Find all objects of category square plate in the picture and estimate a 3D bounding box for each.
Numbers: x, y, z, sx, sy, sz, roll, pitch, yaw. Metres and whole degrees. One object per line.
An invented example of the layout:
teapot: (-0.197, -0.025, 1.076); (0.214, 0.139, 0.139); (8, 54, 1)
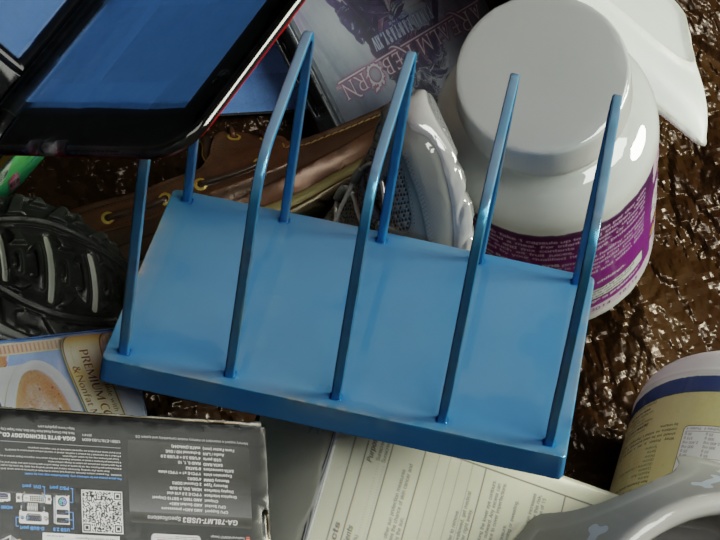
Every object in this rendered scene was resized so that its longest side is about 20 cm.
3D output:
square plate: (0.111, -0.163, 1.402); (0.200, 0.028, 0.198); (39, 18, -10)

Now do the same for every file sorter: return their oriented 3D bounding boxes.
file sorter: (0.006, -0.018, 1.119); (0.199, 0.123, 0.139); (12, 34, 3)

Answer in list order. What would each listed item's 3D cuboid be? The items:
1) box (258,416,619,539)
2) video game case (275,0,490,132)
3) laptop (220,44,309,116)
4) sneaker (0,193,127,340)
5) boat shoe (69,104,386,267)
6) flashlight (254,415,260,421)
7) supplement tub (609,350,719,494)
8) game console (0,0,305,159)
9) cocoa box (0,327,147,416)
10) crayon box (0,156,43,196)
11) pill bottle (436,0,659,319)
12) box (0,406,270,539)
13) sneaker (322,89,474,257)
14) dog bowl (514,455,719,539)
box: (0.044, 0.127, 1.188); (0.199, 0.078, 0.096); (22, 80, -27)
video game case: (0.003, -0.149, 1.380); (0.143, 0.019, 0.201); (-34, 99, -42)
laptop: (-0.087, -0.183, 1.325); (0.115, 0.200, 0.188); (-15, 75, 3)
sneaker: (-0.195, 0.013, 1.200); (0.199, 0.079, 0.074); (4, 58, -19)
boat shoe: (-0.057, -0.040, 1.289); (0.199, 0.072, 0.068); (-27, 79, -18)
flashlight: (0.022, 0.142, 1.255); (0.201, 0.067, 0.068); (62, 23, -11)
supplement tub: (0.183, 0.158, 1.309); (0.144, 0.144, 0.201); (29, 59, -15)
game console: (-0.105, -0.147, 1.053); (0.172, 0.119, 0.200); (40, 58, -8)
cocoa box: (-0.158, 0.142, 1.137); (0.130, 0.133, 0.201); (-6, 73, -27)
crayon box: (-0.179, -0.104, 1.187); (0.058, 0.200, 0.119); (-40, 91, -33)
pill bottle: (0.093, -0.055, 1.302); (0.111, 0.200, 0.113); (-2, 69, 5)
box: (-0.130, 0.155, 1.038); (0.199, 0.050, 0.200); (5, 70, -24)
sneaker: (0.000, 0.000, 1.251); (0.081, 0.201, 0.075); (-5, 46, -20)
dog bowl: (0.147, 0.184, 1.161); (0.199, 0.059, 0.202); (0, 91, -24)
